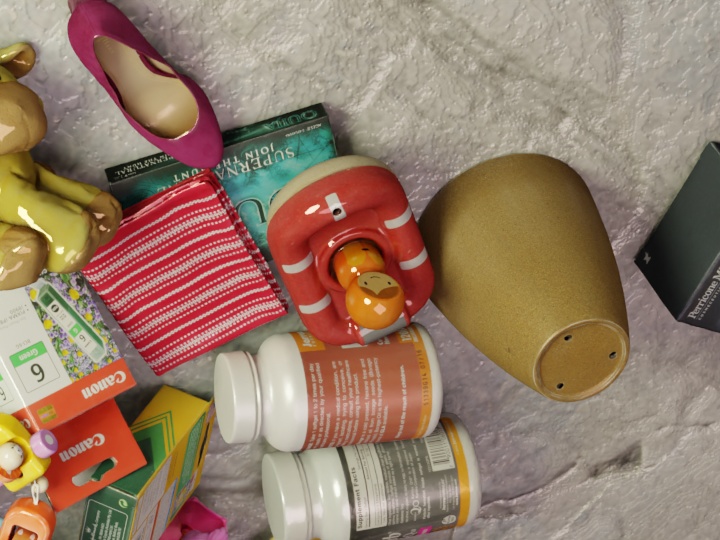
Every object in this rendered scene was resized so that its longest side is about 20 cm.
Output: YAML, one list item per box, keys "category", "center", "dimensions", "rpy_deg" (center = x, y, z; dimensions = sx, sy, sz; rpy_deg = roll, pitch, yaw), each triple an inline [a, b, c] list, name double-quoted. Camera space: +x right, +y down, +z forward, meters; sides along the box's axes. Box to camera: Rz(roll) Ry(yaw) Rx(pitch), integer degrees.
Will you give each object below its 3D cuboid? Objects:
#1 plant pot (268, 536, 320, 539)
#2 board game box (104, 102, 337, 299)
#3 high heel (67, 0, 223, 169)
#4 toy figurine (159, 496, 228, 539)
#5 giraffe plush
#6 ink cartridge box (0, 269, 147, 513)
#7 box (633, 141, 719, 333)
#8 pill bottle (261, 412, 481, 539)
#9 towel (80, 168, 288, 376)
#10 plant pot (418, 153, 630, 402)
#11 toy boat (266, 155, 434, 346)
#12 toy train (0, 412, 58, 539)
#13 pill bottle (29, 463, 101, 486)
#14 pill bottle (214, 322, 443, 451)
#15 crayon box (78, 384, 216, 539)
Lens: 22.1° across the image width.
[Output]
- category: "plant pot"
  center: [-0.015, 0.383, 1.894]
  dimensions: [0.200, 0.201, 0.189]
  rpy_deg: [-29, 144, 2]
- category: "board game box"
  center: [-0.113, -0.059, 1.632]
  dimensions: [0.200, 0.028, 0.136]
  rpy_deg: [-18, 128, -7]
- category: "high heel"
  center: [-0.172, -0.140, 1.498]
  dimensions: [0.067, 0.096, 0.200]
  rpy_deg: [-39, 122, 8]
- category: "toy figurine"
  center: [-0.188, 0.295, 1.766]
  dimensions: [0.150, 0.184, 0.200]
  rpy_deg: [49, 145, -16]
- category: "giraffe plush"
  center: [-0.298, -0.096, 1.481]
  dimensions: [0.199, 0.173, 0.163]
  rpy_deg: [11, 115, 14]
- category: "ink cartridge box"
  center: [-0.257, 0.093, 1.578]
  dimensions: [0.109, 0.200, 0.050]
  rpy_deg: [-27, 180, -39]
- category: "box"
  center: [0.400, -0.017, 1.802]
  dimensions: [0.200, 0.107, 0.149]
  rpy_deg: [14, 119, -27]
- category: "pill bottle"
  center: [0.010, 0.210, 1.816]
  dimensions: [0.199, 0.116, 0.117]
  rpy_deg: [-9, 127, -14]
- category: "towel"
  center: [-0.158, 0.006, 1.629]
  dimensions: [0.144, 0.023, 0.200]
  rpy_deg: [-26, 136, 2]
- category: "plant pot"
  center: [0.166, 0.025, 1.687]
  dimensions: [0.186, 0.200, 0.187]
  rpy_deg: [-11, 128, -14]
- category: "toy boat"
  center: [0.000, 0.000, 1.615]
  dimensions: [0.130, 0.131, 0.200]
  rpy_deg: [-25, 132, -3]
- category: "toy train"
  center: [-0.331, 0.180, 1.532]
  dimensions: [0.200, 0.056, 0.150]
  rpy_deg: [27, 118, -3]
- category: "pill bottle"
  center: [-0.319, 0.125, 1.636]
  dimensions: [0.200, 0.112, 0.111]
  rpy_deg: [31, 109, -34]
- category: "pill bottle"
  center: [-0.032, 0.111, 1.731]
  dimensions: [0.199, 0.112, 0.112]
  rpy_deg: [-4, 126, -18]
- category: "crayon box"
  center: [-0.199, 0.196, 1.716]
  dimensions: [0.051, 0.200, 0.126]
  rpy_deg: [21, 121, 9]
